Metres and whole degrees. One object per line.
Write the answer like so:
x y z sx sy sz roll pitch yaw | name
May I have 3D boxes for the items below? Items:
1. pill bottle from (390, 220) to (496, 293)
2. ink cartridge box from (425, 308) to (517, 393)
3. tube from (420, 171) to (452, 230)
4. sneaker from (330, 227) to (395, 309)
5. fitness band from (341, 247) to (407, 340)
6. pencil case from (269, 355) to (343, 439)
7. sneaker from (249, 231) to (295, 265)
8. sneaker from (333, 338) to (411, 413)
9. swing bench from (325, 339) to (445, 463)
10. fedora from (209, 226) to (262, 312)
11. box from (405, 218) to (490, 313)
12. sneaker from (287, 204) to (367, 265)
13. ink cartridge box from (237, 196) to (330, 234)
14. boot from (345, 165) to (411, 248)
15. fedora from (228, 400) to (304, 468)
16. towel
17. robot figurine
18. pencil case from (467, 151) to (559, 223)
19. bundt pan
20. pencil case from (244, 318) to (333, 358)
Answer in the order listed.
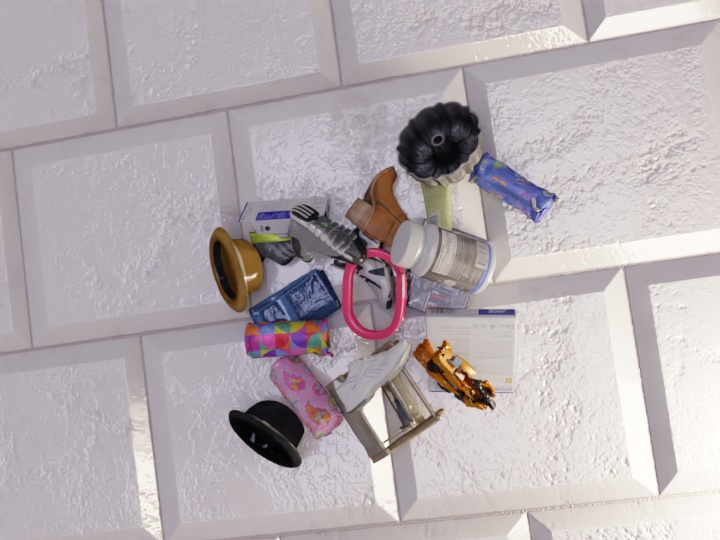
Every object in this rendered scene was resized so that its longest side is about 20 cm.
0.171 -0.031 1.584 0.198 0.114 0.115 17 90 -17 | pill bottle
0.243 0.177 1.668 0.194 0.043 0.202 0 119 8 | ink cartridge box
0.172 -0.155 1.684 0.058 0.052 0.202 15 54 -28 | tube
0.000 0.000 1.716 0.129 0.079 0.201 -15 94 17 | sneaker
0.030 0.051 1.657 0.142 0.037 0.202 5 100 19 | fitness band
-0.124 0.279 1.694 0.087 0.087 0.200 -45 64 4 | pencil case
-0.159 -0.052 1.750 0.198 0.074 0.082 0 94 16 | sneaker
0.023 0.207 1.573 0.200 0.074 0.087 -43 73 9 | sneaker
0.048 0.289 1.661 0.199 0.130 0.200 -35 80 6 | swing bench
-0.278 -0.008 1.736 0.081 0.200 0.202 -16 84 -30 | fedora
0.185 0.002 1.698 0.156 0.050 0.202 19 90 9 | box
-0.079 -0.050 1.657 0.199 0.075 0.116 37 131 15 | sneaker
-0.173 -0.125 1.735 0.198 0.100 0.039 -2 124 9 | ink cartridge box
0.074 -0.134 1.678 0.155 0.200 0.077 35 136 2 | boot
-0.197 0.354 1.708 0.200 0.201 0.092 34 58 9 | fedora
-0.150 0.088 1.746 0.199 0.049 0.112 -31 84 6 | towel
0.209 0.228 1.618 0.200 0.145 0.058 43 69 -22 | robot figurine
0.333 -0.180 1.666 0.199 0.087 0.078 33 114 10 | pencil case
0.183 -0.268 1.670 0.200 0.076 0.204 -13 60 23 | bundt pan
-0.160 0.154 1.689 0.198 0.088 0.089 0 87 -2 | pencil case
